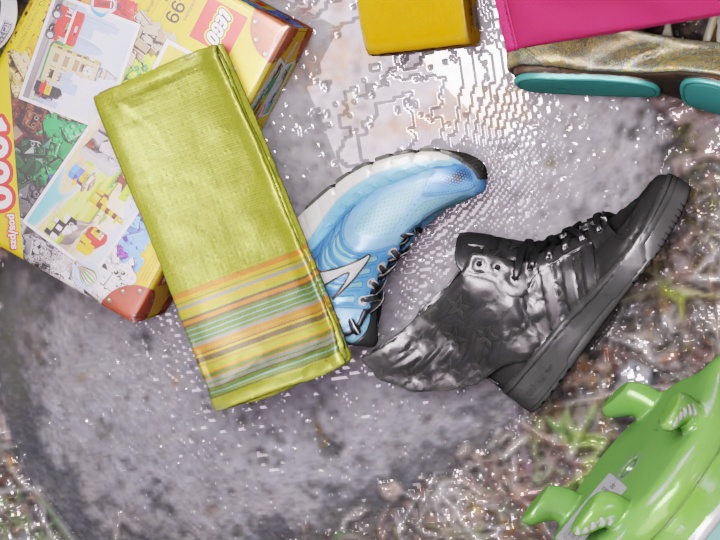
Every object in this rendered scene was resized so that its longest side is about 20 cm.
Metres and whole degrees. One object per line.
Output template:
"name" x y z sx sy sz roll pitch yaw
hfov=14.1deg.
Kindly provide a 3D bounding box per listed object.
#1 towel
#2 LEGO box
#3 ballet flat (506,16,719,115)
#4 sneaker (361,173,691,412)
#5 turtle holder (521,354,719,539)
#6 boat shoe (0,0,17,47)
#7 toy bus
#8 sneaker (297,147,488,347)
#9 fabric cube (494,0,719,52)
"towel" -0.081 -0.024 1.690 0.086 0.018 0.200 -22 90 11
"LEGO box" -0.144 -0.093 1.753 0.149 0.077 0.200 29 99 7
"ballet flat" 0.186 -0.126 1.700 0.200 0.071 0.071 9 96 10
"sneaker" 0.099 0.004 1.725 0.104 0.060 0.200 36 103 1
"turtle holder" 0.198 0.130 1.693 0.132 0.141 0.186 40 60 -10
"boat shoe" -0.282 -0.205 1.743 0.072 0.068 0.200 -46 60 16
"toy bus" 0.026 -0.228 1.711 0.065 0.078 0.200 -6 93 12
"sneaker" 0.000 0.000 1.731 0.200 0.078 0.090 -36 75 20
"fabric cube" 0.161 -0.258 1.597 0.199 0.200 0.196 -9 117 11
